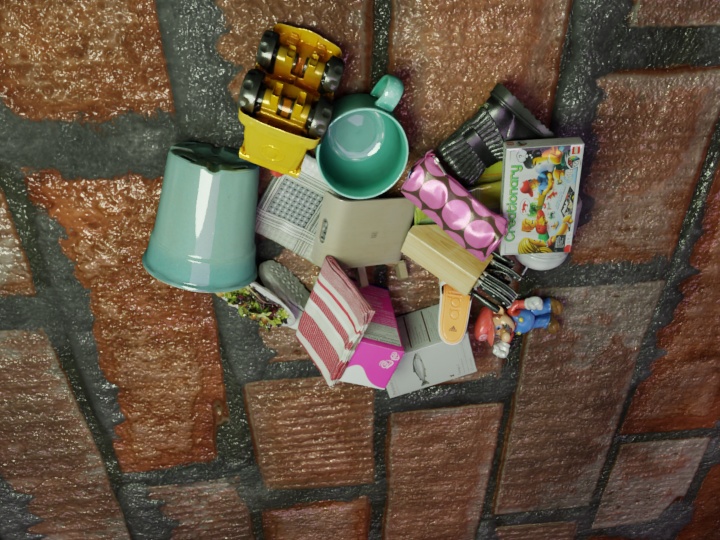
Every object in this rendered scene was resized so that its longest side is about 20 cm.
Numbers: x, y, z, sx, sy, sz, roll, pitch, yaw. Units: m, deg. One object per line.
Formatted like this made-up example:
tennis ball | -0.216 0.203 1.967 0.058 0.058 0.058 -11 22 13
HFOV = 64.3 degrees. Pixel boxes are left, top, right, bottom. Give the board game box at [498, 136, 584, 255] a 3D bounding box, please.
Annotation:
board game box | 0.304 -0.123 0.981 0.124 0.035 0.203 -3 122 6

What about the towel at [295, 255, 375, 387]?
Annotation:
towel | -0.055 0.095 1.032 0.022 0.144 0.202 -10 137 -40

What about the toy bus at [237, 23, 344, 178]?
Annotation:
toy bus | -0.116 -0.248 0.907 0.133 0.203 0.192 17 152 -9

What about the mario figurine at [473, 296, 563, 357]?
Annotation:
mario figurine | 0.339 0.122 1.226 0.196 0.106 0.126 -11 90 -10

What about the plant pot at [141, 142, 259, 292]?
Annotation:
plant pot | -0.256 -0.097 0.963 0.196 0.201 0.199 9 115 -13

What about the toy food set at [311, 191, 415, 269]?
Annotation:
toy food set | 0.012 -0.083 1.055 0.197 0.061 0.145 -8 130 -32

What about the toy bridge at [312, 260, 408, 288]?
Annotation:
toy bridge | 0.000 0.000 1.128 0.196 0.027 0.069 -11 82 -17

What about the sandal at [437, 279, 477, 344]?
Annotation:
sandal | 0.193 0.040 1.121 0.077 0.059 0.211 4 83 -2

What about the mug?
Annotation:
mug | 0.011 -0.222 0.955 0.183 0.115 0.153 -28 122 10

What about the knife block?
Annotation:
knife block | 0.188 0.002 1.053 0.196 0.178 0.064 -3 148 -14

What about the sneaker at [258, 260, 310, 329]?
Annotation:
sneaker | -0.146 0.065 1.150 0.080 0.077 0.201 -26 122 22

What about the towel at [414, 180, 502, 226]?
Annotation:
towel | 0.199 -0.104 1.080 0.196 0.023 0.144 -13 149 0

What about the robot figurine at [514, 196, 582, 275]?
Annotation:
robot figurine | 0.350 -0.086 1.090 0.167 0.113 0.203 -12 126 -20

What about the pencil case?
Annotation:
pencil case | 0.162 -0.110 0.972 0.199 0.091 0.094 39 124 -1

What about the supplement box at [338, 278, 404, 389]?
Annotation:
supplement box | 0.007 0.120 1.125 0.102 0.201 0.102 16 121 -17

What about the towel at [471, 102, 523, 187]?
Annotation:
towel | 0.248 -0.207 1.058 0.084 0.018 0.203 -8 123 -9

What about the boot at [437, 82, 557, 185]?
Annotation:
boot | 0.249 -0.203 1.002 0.210 0.080 0.158 34 106 -23

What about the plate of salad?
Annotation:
plate of salad | -0.216 0.062 1.088 0.197 0.049 0.201 21 155 10

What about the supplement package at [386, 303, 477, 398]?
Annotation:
supplement package | 0.133 0.166 1.223 0.197 0.118 0.118 -18 126 5

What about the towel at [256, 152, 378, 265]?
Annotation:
towel | -0.087 -0.106 1.065 0.198 0.035 0.193 27 115 -24
